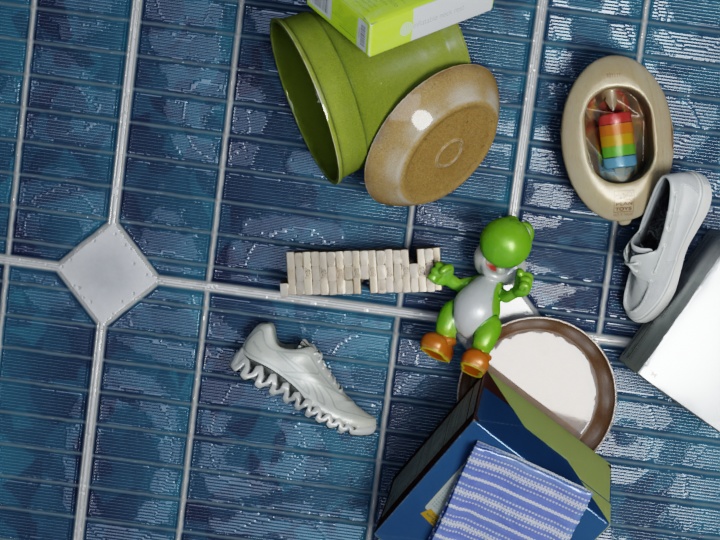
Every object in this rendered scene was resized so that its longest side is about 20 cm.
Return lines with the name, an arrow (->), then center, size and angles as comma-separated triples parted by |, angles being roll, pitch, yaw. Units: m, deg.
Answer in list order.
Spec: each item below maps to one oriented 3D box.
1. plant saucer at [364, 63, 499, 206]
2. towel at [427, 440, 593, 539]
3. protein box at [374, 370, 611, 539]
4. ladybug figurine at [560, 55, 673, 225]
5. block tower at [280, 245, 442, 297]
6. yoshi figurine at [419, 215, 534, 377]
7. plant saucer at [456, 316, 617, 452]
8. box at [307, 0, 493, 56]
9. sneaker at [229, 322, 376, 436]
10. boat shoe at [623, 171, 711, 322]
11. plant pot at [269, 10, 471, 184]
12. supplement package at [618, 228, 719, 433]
plant saucer -> 0.094, -0.145, 1.361 | 0.200, 0.200, 0.035 | -45, 61, 3
towel -> 0.155, 0.301, 1.316 | 0.144, 0.024, 0.202 | 23, 113, 4
protein box -> 0.159, 0.272, 1.391 | 0.198, 0.135, 0.200 | 37, 114, -3
ladybug figurine -> 0.306, -0.156, 1.416 | 0.134, 0.072, 0.202 | -3, 94, 0
block tower -> 0.000, 0.000, 1.439 | 0.198, 0.054, 0.059 | -3, 94, 0
yoshi figurine -> 0.147, 0.016, 1.389 | 0.112, 0.112, 0.201 | 32, 76, -23
plant saucer -> 0.218, 0.156, 1.461 | 0.198, 0.034, 0.203 | 0, 94, -1
box -> 0.054, -0.313, 1.299 | 0.199, 0.048, 0.122 | -25, 52, -27
sneaker -> -0.061, 0.137, 1.445 | 0.199, 0.075, 0.082 | 31, 85, -2
boat shoe -> 0.349, -0.026, 1.396 | 0.068, 0.072, 0.201 | 4, 127, -24
plant pot -> 0.020, -0.231, 1.364 | 0.191, 0.200, 0.202 | -23, 94, -9
supplement package -> 0.440, 0.078, 1.415 | 0.155, 0.111, 0.201 | 35, 94, -2
